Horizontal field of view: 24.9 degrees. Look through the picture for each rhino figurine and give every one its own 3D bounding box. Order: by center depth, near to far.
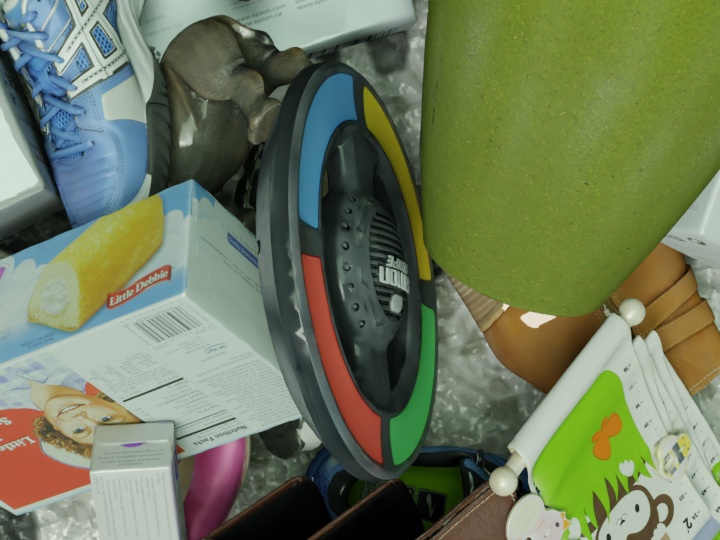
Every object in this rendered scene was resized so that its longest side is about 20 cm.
[{"bbox_3d":[-0.094,-0.039,0.846,0.087,0.060,0.201,39,110,28],"label":"rhino figurine"}]

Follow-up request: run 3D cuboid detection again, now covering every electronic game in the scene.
[{"bbox_3d":[0.000,0.000,0.785,0.041,0.200,0.202,-8,89,19],"label":"electronic game"}]

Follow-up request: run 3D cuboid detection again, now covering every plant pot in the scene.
[{"bbox_3d":[0.101,-0.089,0.749,0.185,0.187,0.202,18,113,-3],"label":"plant pot"}]

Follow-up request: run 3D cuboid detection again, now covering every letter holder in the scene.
[{"bbox_3d":[0.017,0.199,0.822,0.142,0.100,0.202,-32,123,-32],"label":"letter holder"}]

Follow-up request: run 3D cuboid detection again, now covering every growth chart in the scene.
[{"bbox_3d":[0.143,0.114,0.837,0.200,0.018,0.145,49,66,-36],"label":"growth chart"}]

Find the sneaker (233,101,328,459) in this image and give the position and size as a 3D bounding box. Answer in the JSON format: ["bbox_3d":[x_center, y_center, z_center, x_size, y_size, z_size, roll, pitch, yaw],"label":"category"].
[{"bbox_3d":[-0.015,-0.001,0.885,0.088,0.077,0.202,2,87,-35],"label":"sneaker"}]

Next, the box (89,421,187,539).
[{"bbox_3d":[-0.102,0.169,0.810,0.041,0.039,0.202,-5,119,-1],"label":"box"}]

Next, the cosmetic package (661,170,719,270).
[{"bbox_3d":[0.237,-0.036,0.847,0.199,0.071,0.102,23,86,-30],"label":"cosmetic package"}]

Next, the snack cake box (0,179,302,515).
[{"bbox_3d":[-0.128,0.044,0.797,0.199,0.115,0.068,-20,50,25],"label":"snack cake box"}]

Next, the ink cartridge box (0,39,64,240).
[{"bbox_3d":[-0.225,-0.110,0.822,0.082,0.147,0.202,-23,91,-5],"label":"ink cartridge box"}]

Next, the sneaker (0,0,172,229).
[{"bbox_3d":[-0.145,-0.102,0.807,0.077,0.075,0.202,1,74,-45],"label":"sneaker"}]

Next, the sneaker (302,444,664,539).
[{"bbox_3d":[0.068,0.132,0.864,0.198,0.089,0.079,6,89,-6],"label":"sneaker"}]

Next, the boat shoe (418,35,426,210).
[{"bbox_3d":[0.055,-0.116,0.840,0.071,0.067,0.202,13,97,37],"label":"boat shoe"}]

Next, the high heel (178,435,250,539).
[{"bbox_3d":[-0.106,0.114,0.868,0.095,0.067,0.202,-4,100,-9],"label":"high heel"}]

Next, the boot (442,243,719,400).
[{"bbox_3d":[0.155,-0.012,0.877,0.200,0.077,0.156,-41,90,-1],"label":"boot"}]

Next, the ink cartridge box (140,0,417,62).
[{"bbox_3d":[-0.091,-0.199,0.884,0.198,0.041,0.202,-17,90,-4],"label":"ink cartridge box"}]
